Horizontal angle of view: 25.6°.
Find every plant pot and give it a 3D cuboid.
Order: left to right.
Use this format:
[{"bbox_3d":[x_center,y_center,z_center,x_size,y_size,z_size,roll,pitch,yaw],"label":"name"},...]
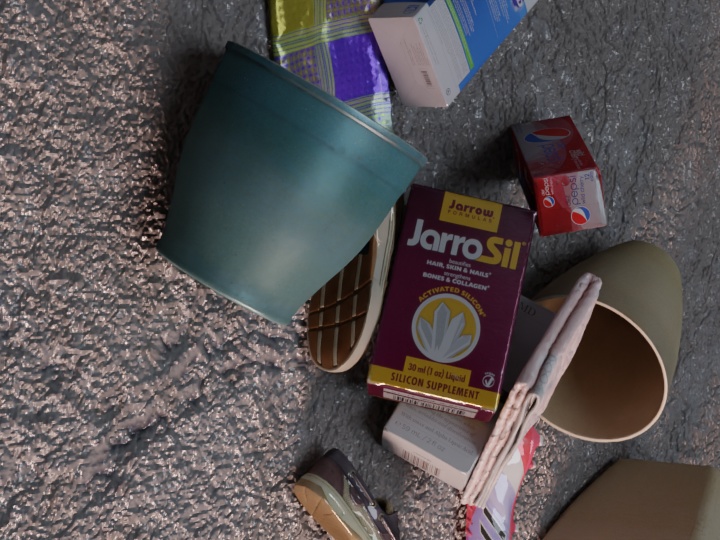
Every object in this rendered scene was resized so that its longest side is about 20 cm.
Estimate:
[{"bbox_3d":[-0.073,-0.064,1.355,0.200,0.200,0.189,29,91,-44],"label":"plant pot"},{"bbox_3d":[0.283,0.057,1.758,0.200,0.186,0.188,-47,129,-47],"label":"plant pot"},{"bbox_3d":[0.352,0.335,1.866,0.178,0.199,0.201,-58,133,-35],"label":"plant pot"}]

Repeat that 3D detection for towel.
[{"bbox_3d":[-0.026,-0.204,1.488,0.143,0.023,0.202,-18,110,-43],"label":"towel"},{"bbox_3d":[0.175,0.124,1.600,0.191,0.032,0.201,-52,167,-45],"label":"towel"}]

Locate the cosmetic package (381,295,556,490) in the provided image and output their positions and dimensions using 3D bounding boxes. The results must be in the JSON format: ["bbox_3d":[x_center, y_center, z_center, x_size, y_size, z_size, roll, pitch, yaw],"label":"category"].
[{"bbox_3d":[0.111,0.112,1.619,0.201,0.101,0.074,-60,171,-19],"label":"cosmetic package"}]

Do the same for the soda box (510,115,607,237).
[{"bbox_3d":[0.200,-0.100,1.621,0.069,0.200,0.064,-10,110,2],"label":"soda box"}]

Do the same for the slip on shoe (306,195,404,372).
[{"bbox_3d":[0.000,0.000,1.523,0.060,0.076,0.202,16,80,-56],"label":"slip on shoe"}]

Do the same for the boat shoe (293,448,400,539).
[{"bbox_3d":[0.009,0.255,1.578,0.065,0.072,0.200,-51,123,-20],"label":"boat shoe"}]

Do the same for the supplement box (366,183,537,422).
[{"bbox_3d":[0.089,0.034,1.539,0.103,0.130,0.202,85,17,-78],"label":"supplement box"}]

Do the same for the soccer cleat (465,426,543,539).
[{"bbox_3d":[0.138,0.252,1.723,0.076,0.067,0.202,16,91,-16],"label":"soccer cleat"}]

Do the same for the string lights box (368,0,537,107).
[{"bbox_3d":[0.098,-0.260,1.560,0.200,0.059,0.103,-50,130,-35],"label":"string lights box"}]
